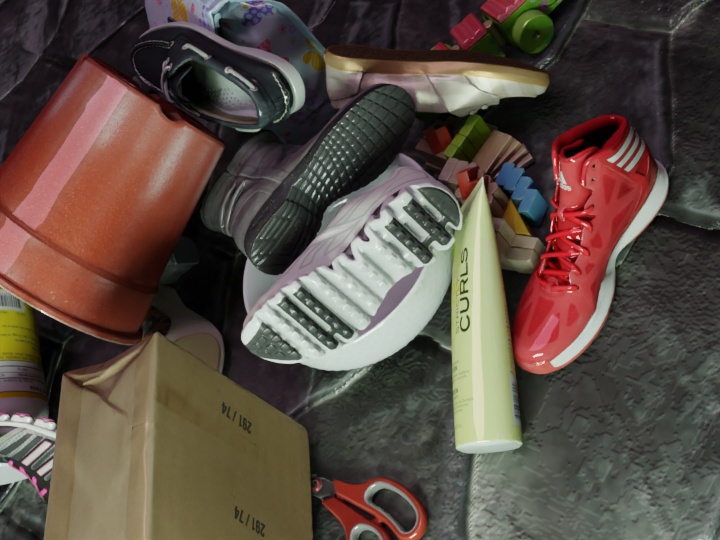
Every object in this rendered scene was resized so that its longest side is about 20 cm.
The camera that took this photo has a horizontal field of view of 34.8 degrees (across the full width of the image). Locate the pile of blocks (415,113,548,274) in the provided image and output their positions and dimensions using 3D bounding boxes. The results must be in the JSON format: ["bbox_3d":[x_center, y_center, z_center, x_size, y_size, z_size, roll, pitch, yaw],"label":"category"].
[{"bbox_3d":[0.107,-0.083,0.979,0.082,0.062,0.201,-37,45,10],"label":"pile of blocks"}]

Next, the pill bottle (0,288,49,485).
[{"bbox_3d":[-0.374,0.108,1.147,0.112,0.112,0.202,-22,70,23],"label":"pill bottle"}]

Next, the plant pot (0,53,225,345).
[{"bbox_3d":[-0.230,-0.070,1.022,0.200,0.200,0.196,37,96,46],"label":"plant pot"}]

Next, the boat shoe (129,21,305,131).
[{"bbox_3d":[-0.143,-0.173,1.029,0.199,0.076,0.060,15,39,35],"label":"boat shoe"}]

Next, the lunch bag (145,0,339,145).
[{"bbox_3d":[-0.124,-0.220,1.152,0.127,0.200,0.169,-50,45,-4],"label":"lunch bag"}]

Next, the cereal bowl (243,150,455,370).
[{"bbox_3d":[0.000,0.000,0.986,0.199,0.083,0.202,-20,50,25],"label":"cereal bowl"}]

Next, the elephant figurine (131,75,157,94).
[{"bbox_3d":[-0.245,-0.108,1.195,0.199,0.155,0.142,-13,45,39],"label":"elephant figurine"}]

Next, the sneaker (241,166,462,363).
[{"bbox_3d":[-0.011,-0.005,0.899,0.200,0.075,0.081,-39,32,6],"label":"sneaker"}]

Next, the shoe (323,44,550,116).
[{"bbox_3d":[0.066,-0.164,1.009,0.198,0.054,0.070,5,20,6],"label":"shoe"}]

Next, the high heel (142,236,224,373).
[{"bbox_3d":[-0.191,0.083,1.111,0.142,0.071,0.202,-34,56,50],"label":"high heel"}]

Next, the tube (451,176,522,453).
[{"bbox_3d":[0.090,0.036,0.879,0.058,0.052,0.202,-15,69,36],"label":"tube"}]

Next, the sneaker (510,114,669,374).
[{"bbox_3d":[0.152,-0.030,0.868,0.078,0.115,0.201,15,70,42],"label":"sneaker"}]

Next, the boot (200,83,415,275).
[{"bbox_3d":[-0.054,-0.100,0.995,0.200,0.070,0.132,-45,38,-4],"label":"boot"}]

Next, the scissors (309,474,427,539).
[{"bbox_3d":[-0.022,0.175,0.934,0.073,0.014,0.200,-54,43,-3],"label":"scissors"}]

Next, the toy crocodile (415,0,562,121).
[{"bbox_3d":[0.113,-0.213,1.066,0.200,0.062,0.068,-41,44,5],"label":"toy crocodile"}]

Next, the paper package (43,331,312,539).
[{"bbox_3d":[-0.129,0.177,0.868,0.103,0.200,0.192,-24,50,26],"label":"paper package"}]

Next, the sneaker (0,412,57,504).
[{"bbox_3d":[-0.272,0.185,1.035,0.198,0.074,0.088,10,71,5],"label":"sneaker"}]
